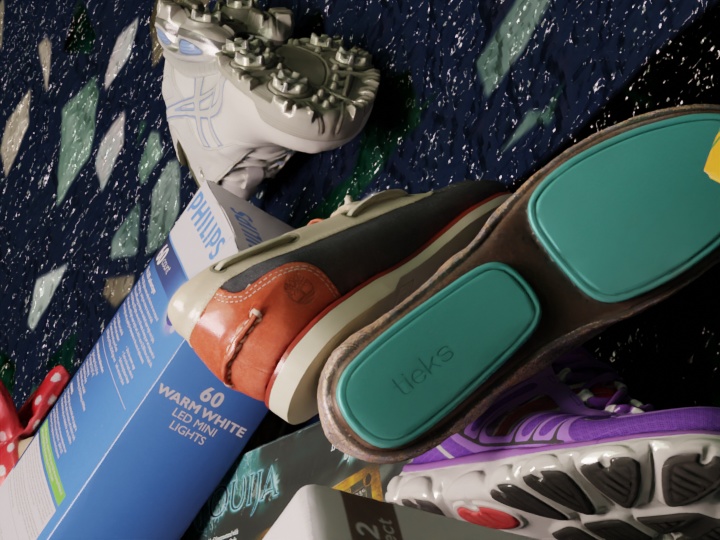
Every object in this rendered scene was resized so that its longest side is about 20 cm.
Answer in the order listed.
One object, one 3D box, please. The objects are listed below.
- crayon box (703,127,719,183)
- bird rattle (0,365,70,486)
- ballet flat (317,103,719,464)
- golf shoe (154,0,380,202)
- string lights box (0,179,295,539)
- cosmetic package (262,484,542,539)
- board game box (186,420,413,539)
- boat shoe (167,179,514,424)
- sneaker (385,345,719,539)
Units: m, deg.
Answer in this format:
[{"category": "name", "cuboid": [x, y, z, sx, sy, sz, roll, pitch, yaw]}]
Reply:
[{"category": "crayon box", "cuboid": [0.202, -0.049, 0.934, 0.200, 0.058, 0.119, 39, 109, 60]}, {"category": "bird rattle", "cuboid": [-0.176, 0.144, 1.507, 0.163, 0.113, 0.200, 0, 61, 49]}, {"category": "ballet flat", "cuboid": [0.066, 0.003, 1.079, 0.068, 0.200, 0.067, 58, 172, 5]}, {"category": "golf shoe", "cuboid": [-0.045, -0.071, 1.399, 0.200, 0.078, 0.097, -140, 53, -66]}, {"category": "string lights box", "cuboid": [-0.097, 0.066, 1.358, 0.200, 0.059, 0.103, -55, 22, 12]}, {"category": "cosmetic package", "cuboid": [0.014, 0.212, 1.013, 0.200, 0.165, 0.165, -53, 34, 33]}, {"category": "board game box", "cuboid": [-0.023, 0.135, 1.268, 0.200, 0.028, 0.135, -25, 53, 55]}, {"category": "boat shoe", "cuboid": [0.000, 0.000, 1.148, 0.063, 0.200, 0.071, 32, 122, 18]}, {"category": "sneaker", "cuboid": [0.080, 0.061, 1.080, 0.200, 0.081, 0.084, -6, 57, 56]}]
